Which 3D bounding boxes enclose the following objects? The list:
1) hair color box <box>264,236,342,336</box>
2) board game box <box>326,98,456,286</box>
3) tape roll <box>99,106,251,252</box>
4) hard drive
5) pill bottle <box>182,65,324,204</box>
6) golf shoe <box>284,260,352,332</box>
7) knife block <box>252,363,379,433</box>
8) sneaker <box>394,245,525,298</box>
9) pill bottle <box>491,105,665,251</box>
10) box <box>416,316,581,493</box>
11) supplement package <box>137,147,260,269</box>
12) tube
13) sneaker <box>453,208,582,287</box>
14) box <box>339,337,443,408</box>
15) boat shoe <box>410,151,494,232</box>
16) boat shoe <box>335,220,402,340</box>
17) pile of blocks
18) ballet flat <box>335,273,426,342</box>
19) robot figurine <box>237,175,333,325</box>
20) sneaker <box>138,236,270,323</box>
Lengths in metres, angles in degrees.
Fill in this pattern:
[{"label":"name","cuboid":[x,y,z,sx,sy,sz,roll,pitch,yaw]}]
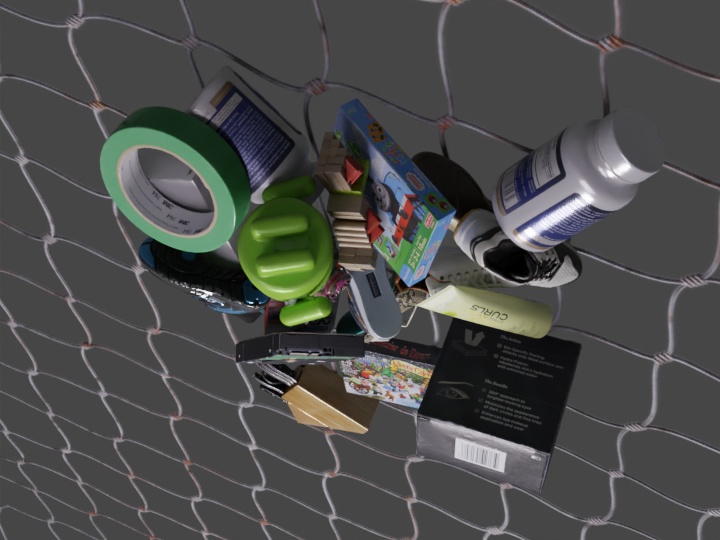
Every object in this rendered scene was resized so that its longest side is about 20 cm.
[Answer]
[{"label":"hair color box","cuboid":[-0.088,0.030,1.669,0.109,0.065,0.201,1,144,-7]},{"label":"board game box","cuboid":[0.030,-0.098,1.407,0.201,0.036,0.152,51,150,20]},{"label":"tape roll","cuboid":[-0.239,-0.115,1.415,0.198,0.048,0.202,17,138,16]},{"label":"hard drive","cuboid":[-0.095,0.119,1.657,0.138,0.038,0.199,3,172,-24]},{"label":"pill bottle","cuboid":[-0.137,-0.160,1.430,0.200,0.112,0.111,42,142,-13]},{"label":"golf shoe","cuboid":[-0.077,0.021,1.558,0.092,0.073,0.200,46,151,4]},{"label":"knife block","cuboid":[-0.083,0.198,1.909,0.197,0.064,0.177,6,141,25]},{"label":"sneaker","cuboid":[0.141,0.013,1.521,0.197,0.085,0.073,3,138,26]},{"label":"pill bottle","cuboid":[0.253,-0.108,1.273,0.111,0.112,0.199,36,144,-16]},{"label":"box","cuboid":[0.202,0.188,1.605,0.194,0.201,0.118,15,144,14]},{"label":"supplement package","cuboid":[-0.219,-0.100,1.563,0.120,0.121,0.201,4,141,28]},{"label":"tube","cuboid":[0.176,0.054,1.507,0.198,0.052,0.059,14,109,-33]},{"label":"sneaker","cuboid":[0.208,-0.007,1.381,0.198,0.088,0.076,16,115,-29]},{"label":"box","cuboid":[0.063,0.168,1.805,0.197,0.038,0.138,11,142,20]},{"label":"boat shoe","cuboid":[0.127,-0.077,1.432,0.199,0.072,0.076,39,154,-18]},{"label":"boat shoe","cuboid":[0.000,0.000,1.563,0.091,0.070,0.203,179,76,-74]},{"label":"pile of blocks","cuboid":[0.000,-0.083,1.381,0.061,0.083,0.202,5,133,21]},{"label":"ballet flat","cuboid":[0.037,0.070,1.678,0.075,0.069,0.200,26,142,-18]},{"label":"robot figurine","cuboid":[-0.090,-0.023,1.351,0.114,0.178,0.200,-10,173,-2]},{"label":"sneaker","cuboid":[-0.225,0.019,1.552,0.198,0.074,0.082,26,147,-1]}]
